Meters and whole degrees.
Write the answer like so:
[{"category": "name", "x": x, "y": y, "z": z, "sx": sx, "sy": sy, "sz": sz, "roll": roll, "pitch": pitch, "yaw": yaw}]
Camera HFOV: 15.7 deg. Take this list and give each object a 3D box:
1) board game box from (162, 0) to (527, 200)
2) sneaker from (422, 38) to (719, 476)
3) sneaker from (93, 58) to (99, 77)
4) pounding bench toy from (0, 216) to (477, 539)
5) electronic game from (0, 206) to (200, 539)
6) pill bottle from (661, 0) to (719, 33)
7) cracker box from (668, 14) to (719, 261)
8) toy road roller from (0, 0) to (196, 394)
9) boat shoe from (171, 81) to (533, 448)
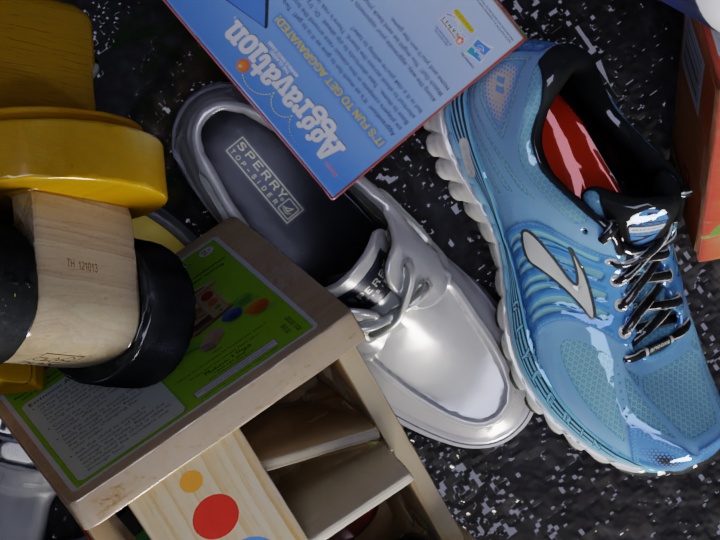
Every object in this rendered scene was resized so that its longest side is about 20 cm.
[{"category": "board game box", "x": -0.034, "y": -0.133, "z": 1.012, "sx": 0.103, "sy": 0.019, "sz": 0.200, "roll": -40, "pitch": 110, "yaw": 1}, {"category": "sneaker", "x": 0.098, "y": -0.004, "z": 1.071, "sx": 0.078, "sy": 0.090, "sz": 0.200, "roll": -34, "pitch": 101, "yaw": -31}, {"category": "sneaker", "x": -0.170, "y": -0.121, "z": 1.011, "sx": 0.080, "sy": 0.074, "sz": 0.200, "roll": -37, "pitch": 137, "yaw": -7}, {"category": "pounding bench toy", "x": -0.074, "y": 0.111, "z": 1.022, "sx": 0.200, "sy": 0.124, "sz": 0.156, "roll": -34, "pitch": 118, "yaw": -11}, {"category": "electronic game", "x": -0.139, "y": 0.055, "z": 1.096, "sx": 0.200, "sy": 0.042, "sz": 0.200, "roll": -1, "pitch": 98, "yaw": -5}, {"category": "pill bottle", "x": 0.136, "y": -0.153, "z": 0.967, "sx": 0.116, "sy": 0.200, "sz": 0.116, "roll": -27, "pitch": 134, "yaw": -31}, {"category": "cracker box", "x": 0.231, "y": -0.076, "z": 1.061, "sx": 0.200, "sy": 0.134, "sz": 0.058, "roll": -10, "pitch": 60, "yaw": -3}, {"category": "toy road roller", "x": -0.162, "y": -0.024, "z": 0.969, "sx": 0.200, "sy": 0.123, "sz": 0.146, "roll": -11, "pitch": 78, "yaw": 33}, {"category": "boat shoe", "x": 0.000, "y": 0.000, "z": 1.087, "sx": 0.072, "sy": 0.066, "sz": 0.200, "roll": -39, "pitch": 98, "yaw": 1}]
